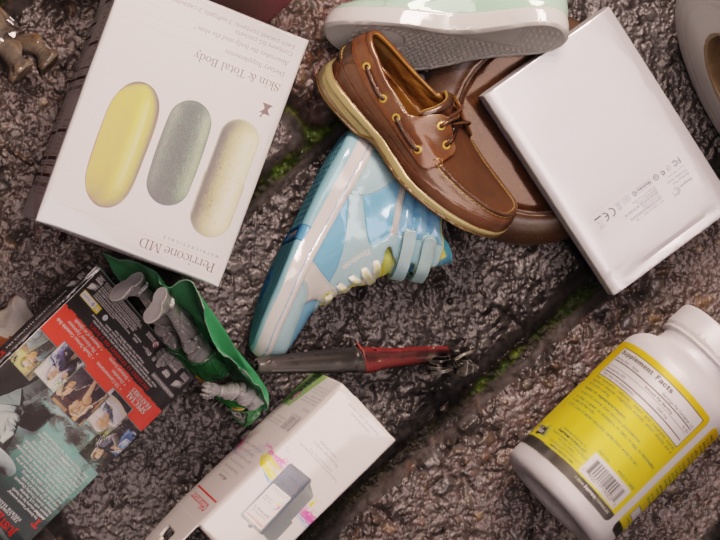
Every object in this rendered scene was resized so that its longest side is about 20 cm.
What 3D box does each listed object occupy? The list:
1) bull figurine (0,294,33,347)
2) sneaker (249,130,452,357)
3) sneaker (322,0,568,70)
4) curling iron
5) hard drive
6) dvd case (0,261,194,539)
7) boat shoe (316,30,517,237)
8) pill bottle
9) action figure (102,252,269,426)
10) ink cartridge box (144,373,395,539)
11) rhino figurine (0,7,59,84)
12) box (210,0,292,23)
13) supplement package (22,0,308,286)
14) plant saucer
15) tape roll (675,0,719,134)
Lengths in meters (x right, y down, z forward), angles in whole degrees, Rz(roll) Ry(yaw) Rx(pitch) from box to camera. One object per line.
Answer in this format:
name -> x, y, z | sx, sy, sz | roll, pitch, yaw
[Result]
bull figurine -> -0.335, 0.096, 1.616 | 0.121, 0.065, 0.200 | 29, 84, -8
sneaker -> 0.000, 0.000, 1.679 | 0.130, 0.080, 0.200 | 27, 87, -11
sneaker -> 0.069, -0.234, 1.698 | 0.200, 0.074, 0.118 | -2, 64, 4
curling iron -> 0.008, 0.072, 1.685 | 0.200, 0.050, 0.026 | 2, 92, -22
hard drive -> 0.206, -0.099, 1.715 | 0.132, 0.025, 0.200 | -36, 100, -9
dvd case -> -0.242, 0.108, 1.622 | 0.200, 0.022, 0.146 | -46, 129, -11
boat shoe -> 0.054, -0.110, 1.659 | 0.200, 0.072, 0.068 | 45, 124, 1
pill bottle -> 0.230, 0.126, 1.718 | 0.200, 0.112, 0.112 | -43, 100, -8
action figure -> -0.125, 0.067, 1.624 | 0.055, 0.118, 0.200 | -50, 140, -11
ink cartridge box -> -0.076, 0.177, 1.649 | 0.200, 0.117, 0.067 | -44, 101, -7
rhino figurine -> -0.336, -0.131, 1.606 | 0.087, 0.060, 0.200 | 44, 84, 9
box -> -0.080, -0.280, 1.579 | 0.128, 0.200, 0.109 | 33, 73, -12
supplement package -> -0.155, -0.108, 1.602 | 0.152, 0.151, 0.200 | 20, 88, -13
plant saucer -> 0.146, -0.121, 1.730 | 0.200, 0.032, 0.201 | -1, 93, -12
tape roll -> 0.369, -0.178, 1.690 | 0.139, 0.203, 0.203 | -28, 98, -10
